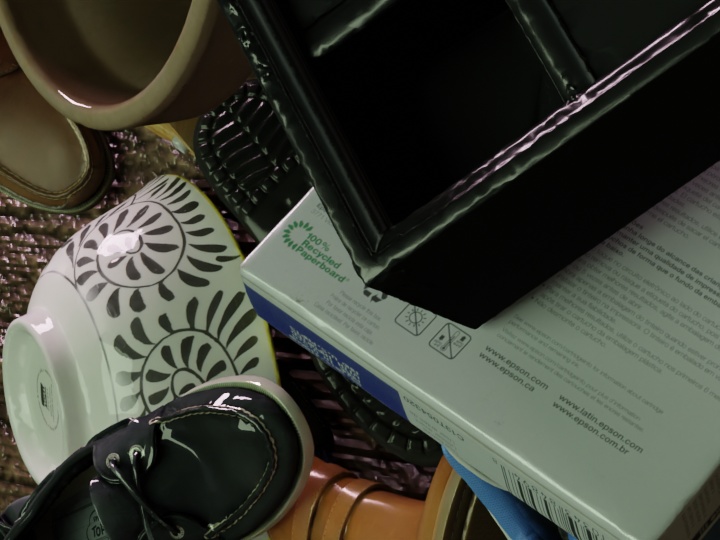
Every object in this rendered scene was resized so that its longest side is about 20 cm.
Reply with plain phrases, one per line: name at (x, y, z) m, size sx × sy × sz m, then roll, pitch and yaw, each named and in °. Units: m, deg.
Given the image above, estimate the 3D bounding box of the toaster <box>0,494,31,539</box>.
toaster at (-0.142, 0.208, 1.320) m, size 0.200 × 0.114 × 0.129 m, roll 45°, pitch 174°, yaw 37°

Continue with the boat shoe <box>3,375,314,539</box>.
boat shoe at (-0.101, 0.105, 1.165) m, size 0.199 × 0.066 × 0.075 m, roll -21°, pitch 94°, yaw 45°

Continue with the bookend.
bookend at (0.056, -0.120, 0.882) m, size 0.199 × 0.092 × 0.200 m, roll -34°, pitch 66°, yaw 17°

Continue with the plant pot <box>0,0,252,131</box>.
plant pot at (-0.048, -0.165, 1.107) m, size 0.200 × 0.174 × 0.202 m, roll 13°, pitch 106°, yaw 51°

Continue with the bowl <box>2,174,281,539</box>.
bowl at (-0.121, 0.059, 1.286) m, size 0.201 × 0.094 × 0.202 m, roll 38°, pitch 134°, yaw 54°

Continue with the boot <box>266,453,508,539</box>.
boot at (0.014, 0.117, 1.123) m, size 0.155 × 0.073 × 0.201 m, roll 42°, pitch 140°, yaw 40°

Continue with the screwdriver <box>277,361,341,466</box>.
screwdriver at (0.000, 0.115, 1.221) m, size 0.200 × 0.028 × 0.029 m, roll 51°, pitch 162°, yaw 33°

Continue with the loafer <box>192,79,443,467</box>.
loafer at (0.000, 0.000, 1.174) m, size 0.073 × 0.071 × 0.201 m, roll -33°, pitch 74°, yaw 6°

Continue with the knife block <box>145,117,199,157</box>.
knife block at (-0.083, -0.178, 1.261) m, size 0.064 × 0.176 × 0.200 m, roll 33°, pitch 166°, yaw 47°

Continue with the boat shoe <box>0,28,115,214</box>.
boat shoe at (-0.216, -0.106, 1.378) m, size 0.200 × 0.068 × 0.072 m, roll 43°, pitch 90°, yaw 10°

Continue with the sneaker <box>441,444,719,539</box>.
sneaker at (0.092, 0.027, 0.976) m, size 0.080 × 0.146 × 0.202 m, roll -10°, pitch 88°, yaw 53°

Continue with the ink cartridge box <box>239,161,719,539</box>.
ink cartridge box at (0.091, -0.014, 0.943) m, size 0.196 × 0.200 × 0.043 m, roll 34°, pitch 161°, yaw 29°
